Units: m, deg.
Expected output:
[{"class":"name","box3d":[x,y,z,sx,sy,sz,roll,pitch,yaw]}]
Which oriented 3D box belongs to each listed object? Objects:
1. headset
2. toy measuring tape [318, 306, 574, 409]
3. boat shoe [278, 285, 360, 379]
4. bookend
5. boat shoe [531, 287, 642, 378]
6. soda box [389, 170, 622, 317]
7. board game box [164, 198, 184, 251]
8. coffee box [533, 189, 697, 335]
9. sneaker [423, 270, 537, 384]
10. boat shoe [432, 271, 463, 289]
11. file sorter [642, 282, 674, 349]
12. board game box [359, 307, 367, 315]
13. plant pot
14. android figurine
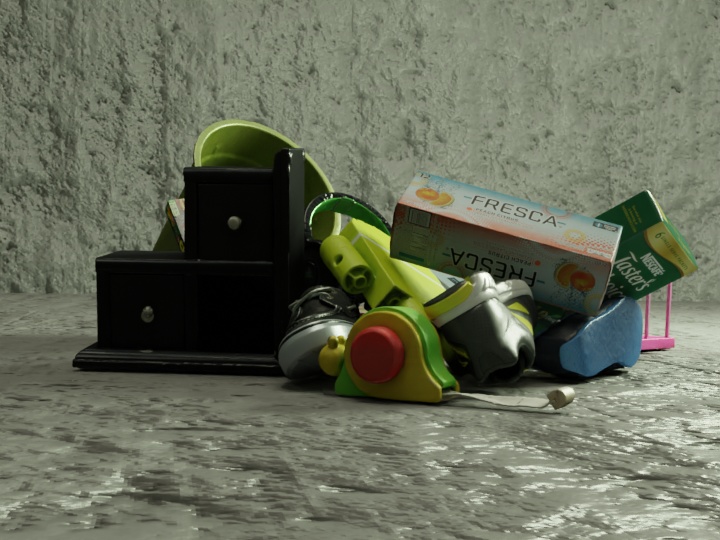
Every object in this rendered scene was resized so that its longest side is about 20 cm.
[{"class":"headset","box3d":[0.000,0.000,1.161,0.123,0.200,0.094,12,-36,-31]},{"class":"toy measuring tape","box3d":[0.058,0.061,0.825,0.200,0.074,0.074,1,0,28]},{"class":"boat shoe","box3d":[-0.035,0.050,0.972,0.072,0.071,0.200,-23,-8,5]},{"class":"bookend","box3d":[-0.153,-0.013,1.028,0.198,0.201,0.092,2,6,5]},{"class":"boat shoe","box3d":[0.211,0.057,1.061,0.069,0.084,0.200,-3,-4,32]},{"class":"soda box","box3d":[0.130,-0.026,1.024,0.200,0.064,0.068,17,36,13]},{"class":"board game box","box3d":[-0.124,0.001,1.165,0.105,0.200,0.023,-7,-36,-28]},{"class":"coffee box","box3d":[0.220,0.007,1.108,0.200,0.044,0.123,-29,-35,17]},{"class":"sneaker","box3d":[0.108,0.057,0.930,0.074,0.085,0.200,-30,-15,18]},{"class":"boat shoe","box3d":[0.112,0.063,1.275,0.071,0.091,0.200,0,28,-34]},{"class":"file sorter","box3d":[0.270,0.032,1.368,0.200,0.126,0.139,1,1,-43]},{"class":"board game box","box3d":[-0.039,0.067,1.259,0.200,0.046,0.151,0,0,-24]},{"class":"plant pot","box3d":[-0.159,-0.046,1.360,0.200,0.200,0.190,1,-33,-44]},{"class":"android figurine","box3d":[0.038,0.019,1.055,0.182,0.041,0.200,31,15,-37]}]
